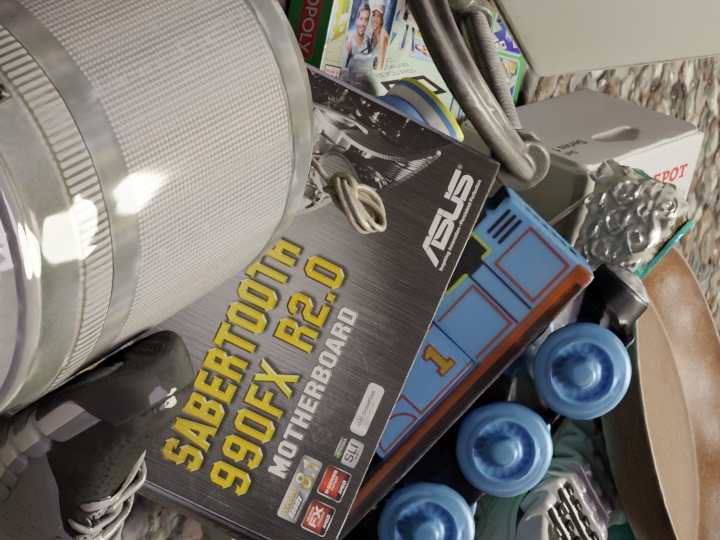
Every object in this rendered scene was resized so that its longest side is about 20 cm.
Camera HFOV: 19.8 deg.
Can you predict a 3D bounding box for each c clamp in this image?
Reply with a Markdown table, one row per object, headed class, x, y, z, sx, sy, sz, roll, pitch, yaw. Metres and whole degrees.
| class | x | y | z | sx | sy | sz | roll | pitch | yaw |
| --- | --- | --- | --- | --- | --- | --- | --- | --- | --- |
| c clamp | 0.054 | -0.109 | 0.985 | 0.171 | 0.027 | 0.200 | 57 | 14 | -33 |

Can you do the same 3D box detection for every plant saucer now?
| class | x | y | z | sx | sy | sz | roll | pitch | yaw |
| --- | --- | --- | --- | --- | --- | --- | --- | --- | --- |
| plant saucer | 0.170 | 0.084 | 1.133 | 0.200 | 0.034 | 0.201 | -12 | 90 | -68 |

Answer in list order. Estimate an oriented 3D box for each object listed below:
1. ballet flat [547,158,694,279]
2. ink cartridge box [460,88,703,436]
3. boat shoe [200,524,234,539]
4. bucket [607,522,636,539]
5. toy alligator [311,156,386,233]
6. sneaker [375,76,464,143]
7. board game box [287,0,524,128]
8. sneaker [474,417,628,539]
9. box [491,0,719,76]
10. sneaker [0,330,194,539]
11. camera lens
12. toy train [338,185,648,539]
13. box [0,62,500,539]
| class | x | y | z | sx | sy | sz | roll | pitch | yaw |
| --- | --- | --- | --- | --- | --- | --- | --- | --- | --- |
| ballet flat | 0.090 | 0.026 | 1.065 | 0.200 | 0.072 | 0.072 | -52 | 149 | 10 |
| ink cartridge box | 0.106 | 0.008 | 1.174 | 0.145 | 0.084 | 0.201 | -20 | 128 | -52 |
| boat shoe | -0.065 | 0.037 | 0.969 | 0.068 | 0.075 | 0.201 | 4 | 87 | -34 |
| bucket | 0.134 | 0.232 | 1.207 | 0.207 | 0.135 | 0.207 | -31 | 168 | -8 |
| toy alligator | -0.066 | -0.086 | 0.873 | 0.200 | 0.054 | 0.059 | 55 | 28 | -4 |
| sneaker | 0.000 | 0.000 | 1.049 | 0.082 | 0.074 | 0.201 | -24 | 130 | -33 |
| board game box | 0.032 | -0.143 | 1.083 | 0.200 | 0.029 | 0.135 | 4 | 99 | -57 |
| sneaker | 0.102 | 0.124 | 1.112 | 0.075 | 0.081 | 0.200 | 62 | 28 | -5 |
| box | 0.141 | -0.217 | 1.075 | 0.109 | 0.127 | 0.201 | 53 | 39 | -53 |
| sneaker | -0.099 | 0.104 | 0.800 | 0.075 | 0.200 | 0.116 | -32 | 89 | -41 |
| camera lens | -0.126 | -0.042 | 0.756 | 0.200 | 0.160 | 0.161 | -34 | 129 | -46 |
| toy train | 0.045 | 0.057 | 0.993 | 0.200 | 0.114 | 0.087 | -46 | -179 | 8 |
| box | -0.049 | 0.009 | 0.905 | 0.200 | 0.158 | 0.048 | -65 | -173 | -16 |
